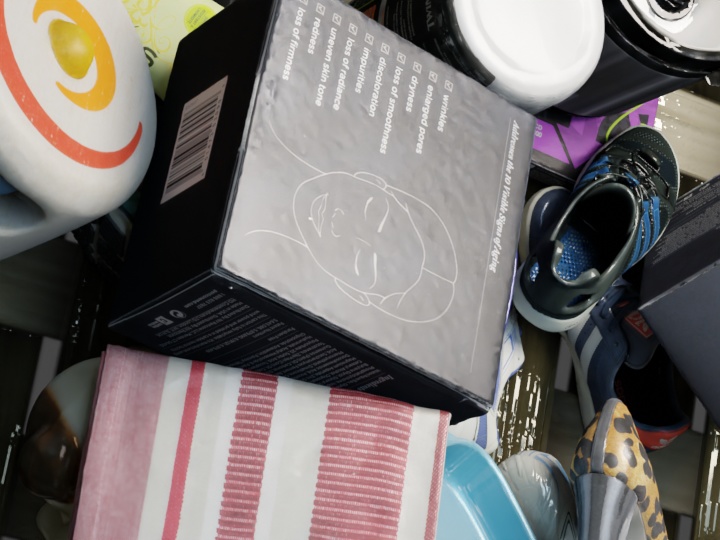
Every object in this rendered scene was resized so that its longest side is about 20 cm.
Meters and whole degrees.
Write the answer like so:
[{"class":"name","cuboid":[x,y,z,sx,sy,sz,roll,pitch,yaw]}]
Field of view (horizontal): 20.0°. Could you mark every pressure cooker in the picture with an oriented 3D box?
[{"class":"pressure cooker","cuboid":[0.193,-0.202,1.373,0.175,0.200,0.180,-4,82,-27]}]

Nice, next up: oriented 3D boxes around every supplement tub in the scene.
[{"class":"supplement tub","cuboid":[0.055,-0.141,1.322,0.122,0.200,0.123,7,76,-29]}]

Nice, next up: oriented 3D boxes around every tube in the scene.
[{"class":"tube","cuboid":[-0.150,-0.172,1.261,0.200,0.058,0.052,39,44,4]}]

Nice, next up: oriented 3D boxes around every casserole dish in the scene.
[{"class":"casserole dish","cuboid":[0.075,0.196,1.297,0.121,0.039,0.201,-6,66,-58]}]

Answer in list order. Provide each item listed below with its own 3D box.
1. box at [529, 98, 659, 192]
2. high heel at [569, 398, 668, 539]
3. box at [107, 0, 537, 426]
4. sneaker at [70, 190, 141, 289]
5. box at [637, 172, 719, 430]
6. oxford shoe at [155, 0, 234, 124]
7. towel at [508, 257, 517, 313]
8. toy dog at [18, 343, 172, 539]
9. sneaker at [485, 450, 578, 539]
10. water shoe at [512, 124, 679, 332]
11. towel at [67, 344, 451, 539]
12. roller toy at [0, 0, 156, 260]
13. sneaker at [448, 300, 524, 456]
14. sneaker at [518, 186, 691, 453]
[{"class":"box","cuboid":[0.155,-0.158,1.479,0.142,0.036,0.201,21,71,-25]},{"class":"high heel","cuboid":[0.188,0.171,1.382,0.200,0.071,0.144,33,61,-64]},{"class":"box","cuboid":[-0.017,-0.031,1.186,0.196,0.124,0.201,27,59,-27]},{"class":"sneaker","cuboid":[-0.103,-0.010,1.262,0.200,0.078,0.080,36,64,0]},{"class":"box","cuboid":[0.276,0.024,1.419,0.148,0.104,0.200,55,20,-10]},{"class":"oxford shoe","cuboid":[-0.086,-0.159,1.322,0.200,0.072,0.084,-54,145,-8]},{"class":"towel","cuboid":[0.000,0.000,1.321,0.199,0.050,0.149,11,69,1]},{"class":"toy dog","cuboid":[-0.121,0.143,1.189,0.139,0.194,0.201,-39,108,-16]},{"class":"sneaker","cuboid":[0.117,0.222,1.378,0.072,0.071,0.202,7,85,-62]},{"class":"water shoe","cuboid":[0.175,-0.038,1.387,0.071,0.079,0.200,36,54,0]},{"class":"towel","cuboid":[-0.056,0.128,1.118,0.199,0.023,0.145,11,73,-8]},{"class":"roller toy","cuboid":[-0.207,-0.103,1.155,0.200,0.139,0.184,-12,82,-63]},{"class":"sneaker","cuboid":[0.073,0.031,1.391,0.088,0.075,0.201,29,70,-40]},{"class":"sneaker","cuboid":[0.179,0.031,1.431,0.075,0.084,0.201,-25,94,-30]}]
